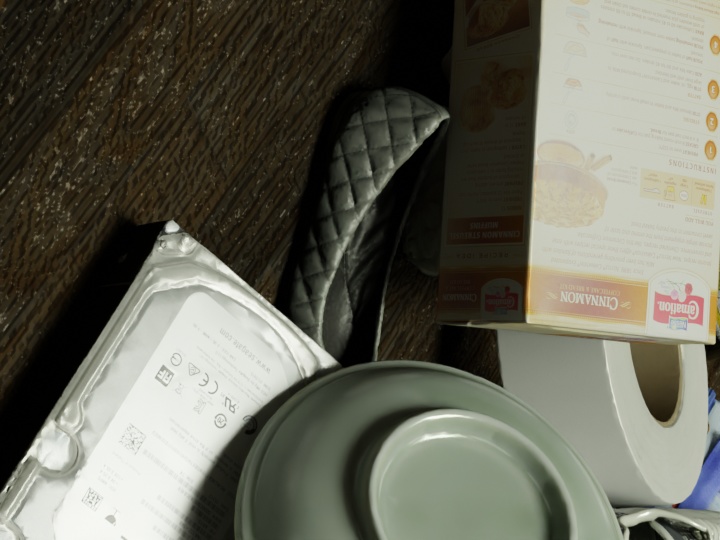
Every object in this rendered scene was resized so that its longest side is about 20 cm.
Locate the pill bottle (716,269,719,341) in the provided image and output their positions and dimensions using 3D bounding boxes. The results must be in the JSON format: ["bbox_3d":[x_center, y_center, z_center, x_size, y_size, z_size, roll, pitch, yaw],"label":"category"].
[{"bbox_3d":[0.273,-0.012,1.372,0.114,0.114,0.200,-45,121,-39],"label":"pill bottle"}]

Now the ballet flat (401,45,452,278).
[{"bbox_3d":[0.062,-0.088,1.188,0.200,0.072,0.072,-61,146,-26],"label":"ballet flat"}]

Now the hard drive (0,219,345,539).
[{"bbox_3d":[-0.095,0.096,0.970,0.140,0.038,0.200,42,65,-25],"label":"hard drive"}]

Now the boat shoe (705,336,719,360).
[{"bbox_3d":[0.225,-0.037,1.455,0.066,0.072,0.201,-75,153,-68],"label":"boat shoe"}]

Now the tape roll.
[{"bbox_3d":[0.153,0.049,1.304,0.202,0.071,0.203,31,54,-57],"label":"tape roll"}]

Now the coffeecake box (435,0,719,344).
[{"bbox_3d":[0.124,-0.064,1.142,0.153,0.073,0.200,7,84,-41],"label":"coffeecake box"}]

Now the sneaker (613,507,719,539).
[{"bbox_3d":[0.196,0.177,1.266,0.200,0.080,0.077,4,72,-40],"label":"sneaker"}]

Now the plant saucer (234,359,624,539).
[{"bbox_3d":[0.043,0.121,0.961,0.200,0.200,0.050,-46,175,-39],"label":"plant saucer"}]

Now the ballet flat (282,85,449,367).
[{"bbox_3d":[0.000,0.000,1.116,0.066,0.057,0.200,0,103,-57],"label":"ballet flat"}]

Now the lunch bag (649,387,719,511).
[{"bbox_3d":[0.191,0.171,1.407,0.200,0.076,0.160,-53,-179,-35],"label":"lunch bag"}]
